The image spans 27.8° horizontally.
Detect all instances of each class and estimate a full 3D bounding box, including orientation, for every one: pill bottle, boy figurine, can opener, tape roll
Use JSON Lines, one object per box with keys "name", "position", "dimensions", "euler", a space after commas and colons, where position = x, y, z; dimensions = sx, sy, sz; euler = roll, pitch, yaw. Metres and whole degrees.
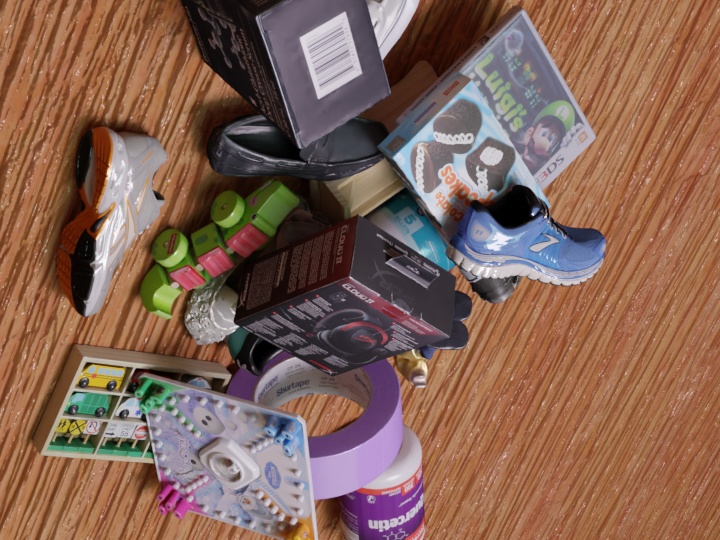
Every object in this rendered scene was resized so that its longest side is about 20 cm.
{"name": "pill bottle", "position": [0.098, -0.065, 1.665], "dimensions": [0.199, 0.111, 0.112], "euler": [-34, 135, -15]}
{"name": "boy figurine", "position": [0.074, 0.079, 1.706], "dimensions": [0.064, 0.200, 0.126], "euler": [9, 75, -9]}
{"name": "can opener", "position": [0.000, 0.000, 1.549], "dimensions": [0.198, 0.067, 0.054], "euler": [27, 107, -21]}
{"name": "pill bottle", "position": [0.027, 0.294, 1.862], "dimensions": [0.111, 0.112, 0.202], "euler": [-24, 132, -23]}
{"name": "tape roll", "position": [-0.051, 0.163, 1.642], "dimensions": [0.198, 0.200, 0.066], "euler": [-23, 132, -23]}

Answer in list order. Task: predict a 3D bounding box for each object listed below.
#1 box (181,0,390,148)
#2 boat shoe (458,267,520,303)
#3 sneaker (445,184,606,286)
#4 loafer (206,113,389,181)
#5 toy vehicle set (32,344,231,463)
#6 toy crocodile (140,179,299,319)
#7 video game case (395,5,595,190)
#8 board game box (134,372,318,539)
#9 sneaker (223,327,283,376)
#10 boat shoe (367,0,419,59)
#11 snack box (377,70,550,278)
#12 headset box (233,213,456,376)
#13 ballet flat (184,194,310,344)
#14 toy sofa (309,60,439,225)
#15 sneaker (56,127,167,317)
{"name": "box", "position": [-0.079, -0.235, 1.337], "dimensions": [0.106, 0.200, 0.149], "euler": [-32, 134, -14]}
{"name": "boat shoe", "position": [0.152, 0.001, 1.712], "dimensions": [0.070, 0.200, 0.064], "euler": [-32, 94, 11]}
{"name": "sneaker", "position": [0.187, -0.039, 1.539], "dimensions": [0.198, 0.079, 0.090], "euler": [2, 116, -34]}
{"name": "loafer", "position": [-0.058, -0.130, 1.492], "dimensions": [0.198, 0.069, 0.070], "euler": [-4, 165, -20]}
{"name": "toy vehicle set", "position": [-0.250, 0.151, 1.603], "dimensions": [0.198, 0.026, 0.125], "euler": [11, 112, -42]}
{"name": "toy crocodile", "position": [-0.149, -0.024, 1.514], "dimensions": [0.199, 0.062, 0.068], "euler": [-33, 138, 12]}
{"name": "video game case", "position": [0.151, -0.152, 1.571], "dimensions": [0.182, 0.023, 0.200], "euler": [-44, 128, -7]}
{"name": "board game box", "position": [-0.146, 0.215, 1.579], "dimensions": [0.026, 0.198, 0.202], "euler": [-56, 151, -45]}
{"name": "sneaker", "position": [-0.062, 0.040, 1.618], "dimensions": [0.200, 0.080, 0.071], "euler": [-42, 138, 5]}
{"name": "boat shoe", "position": [-0.001, -0.253, 1.480], "dimensions": [0.065, 0.073, 0.202], "euler": [10, 112, -46]}
{"name": "snack box", "position": [0.113, -0.098, 1.535], "dimensions": [0.116, 0.037, 0.200], "euler": [-44, 129, -6]}
{"name": "headset box", "position": [-0.009, 0.027, 1.484], "dimensions": [0.148, 0.199, 0.076], "euler": [30, 55, -34]}
{"name": "ballet flat", "position": [-0.120, 0.004, 1.573], "dimensions": [0.071, 0.072, 0.201], "euler": [29, 99, -46]}
{"name": "toy sofa", "position": [0.030, -0.133, 1.597], "dimensions": [0.199, 0.098, 0.083], "euler": [-35, 158, -14]}
{"name": "sneaker", "position": [-0.238, -0.044, 1.443], "dimensions": [0.091, 0.076, 0.202], "euler": [-5, 124, -41]}
